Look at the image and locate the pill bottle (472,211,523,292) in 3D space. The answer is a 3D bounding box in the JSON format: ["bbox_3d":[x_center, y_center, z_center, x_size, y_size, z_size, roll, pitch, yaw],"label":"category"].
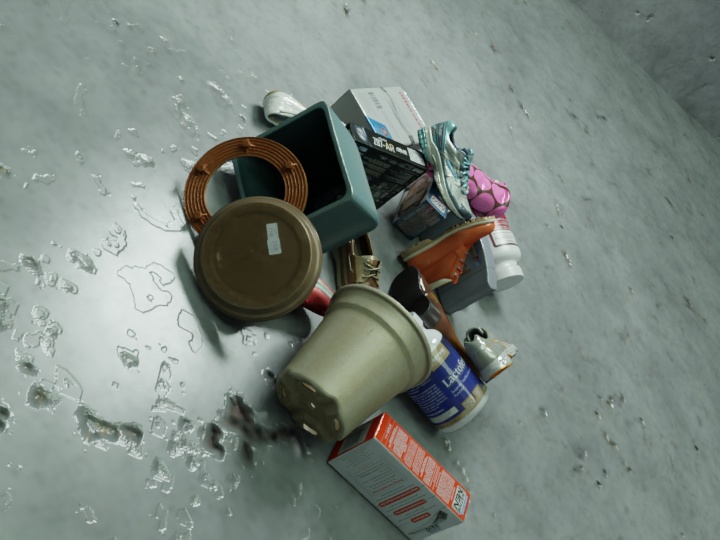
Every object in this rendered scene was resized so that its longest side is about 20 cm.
[{"bbox_3d":[0.279,-0.058,1.912,0.113,0.113,0.200,6,58,-46],"label":"pill bottle"}]

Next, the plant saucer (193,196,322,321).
[{"bbox_3d":[-0.158,-0.022,1.341,0.029,0.200,0.200,87,-22,-75],"label":"plant saucer"}]

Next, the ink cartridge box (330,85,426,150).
[{"bbox_3d":[0.043,-0.308,1.871,0.200,0.084,0.145,-19,76,-53],"label":"ink cartridge box"}]

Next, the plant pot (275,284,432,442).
[{"bbox_3d":[-0.023,0.153,1.340,0.200,0.200,0.183,51,54,-4],"label":"plant pot"}]

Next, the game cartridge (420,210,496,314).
[{"bbox_3d":[0.200,-0.028,1.781,0.042,0.133,0.200,12,52,-44],"label":"game cartridge"}]

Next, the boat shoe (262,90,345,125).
[{"bbox_3d":[-0.101,-0.270,1.695,0.200,0.071,0.069,22,47,-25],"label":"boat shoe"}]

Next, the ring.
[{"bbox_3d":[-0.184,-0.126,1.400,0.019,0.200,0.201,76,-7,-71],"label":"ring"}]

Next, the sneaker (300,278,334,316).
[{"bbox_3d":[-0.133,0.048,1.411,0.200,0.078,0.116,32,54,-19],"label":"sneaker"}]

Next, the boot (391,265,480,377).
[{"bbox_3d":[0.153,0.096,1.674,0.200,0.068,0.188,46,2,-31],"label":"boot"}]

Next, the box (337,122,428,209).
[{"bbox_3d":[0.005,-0.191,1.668,0.200,0.160,0.044,15,51,-41],"label":"box"}]

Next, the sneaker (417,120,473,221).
[{"bbox_3d":[0.180,-0.193,1.680,0.200,0.086,0.078,68,15,2],"label":"sneaker"}]

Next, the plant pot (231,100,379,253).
[{"bbox_3d":[-0.072,-0.131,1.514,0.200,0.196,0.197,32,38,-57],"label":"plant pot"}]

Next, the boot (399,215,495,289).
[{"bbox_3d":[0.189,-0.034,1.728,0.107,0.200,0.075,63,18,4],"label":"boot"}]

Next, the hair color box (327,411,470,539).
[{"bbox_3d":[0.061,0.321,1.356,0.200,0.111,0.064,46,37,-12],"label":"hair color box"}]

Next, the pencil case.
[{"bbox_3d":[0.219,-0.189,1.803,0.200,0.091,0.094,35,76,-30],"label":"pencil case"}]

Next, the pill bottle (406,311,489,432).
[{"bbox_3d":[0.122,0.176,1.541,0.200,0.116,0.116,48,36,-7],"label":"pill bottle"}]

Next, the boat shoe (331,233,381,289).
[{"bbox_3d":[0.000,0.000,1.582,0.076,0.072,0.200,6,57,-46],"label":"boat shoe"}]

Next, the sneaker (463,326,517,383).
[{"bbox_3d":[0.232,0.138,1.608,0.092,0.076,0.200,53,9,4],"label":"sneaker"}]

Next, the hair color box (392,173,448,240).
[{"bbox_3d":[0.141,-0.161,1.849,0.061,0.100,0.200,43,37,-18],"label":"hair color box"}]

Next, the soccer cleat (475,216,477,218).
[{"bbox_3d":[0.210,-0.025,1.848,0.069,0.085,0.200,3,80,-27],"label":"soccer cleat"}]
